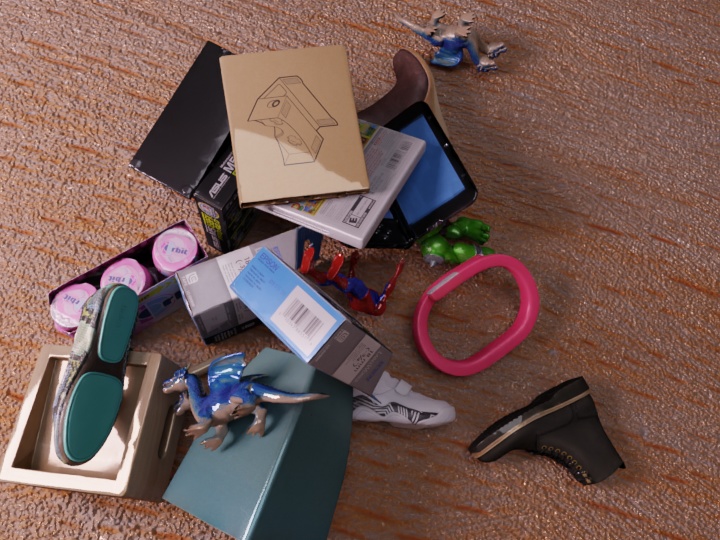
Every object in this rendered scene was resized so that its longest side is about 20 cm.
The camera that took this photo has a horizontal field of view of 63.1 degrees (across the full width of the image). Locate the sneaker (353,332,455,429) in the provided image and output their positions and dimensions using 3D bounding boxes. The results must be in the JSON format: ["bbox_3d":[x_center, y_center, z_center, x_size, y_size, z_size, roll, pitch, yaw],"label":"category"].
[{"bbox_3d":[0.033,0.149,0.796,0.198,0.075,0.116,6,71,-2],"label":"sneaker"}]

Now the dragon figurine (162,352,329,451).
[{"bbox_3d":[-0.136,0.130,0.641,0.199,0.059,0.100,-24,44,14],"label":"dragon figurine"}]

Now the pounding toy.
[{"bbox_3d":[-0.289,0.173,0.727,0.182,0.142,0.202,3,65,9],"label":"pounding toy"}]

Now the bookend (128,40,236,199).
[{"bbox_3d":[-0.210,-0.178,0.843,0.092,0.199,0.201,28,79,3],"label":"bookend"}]

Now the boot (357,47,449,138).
[{"bbox_3d":[0.044,-0.269,0.961,0.165,0.072,0.201,-15,75,-16],"label":"boot"}]

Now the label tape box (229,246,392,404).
[{"bbox_3d":[-0.040,0.068,0.681,0.144,0.200,0.063,39,87,33],"label":"label tape box"}]

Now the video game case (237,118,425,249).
[{"bbox_3d":[-0.033,-0.133,0.777,0.181,0.023,0.201,22,56,15],"label":"video game case"}]

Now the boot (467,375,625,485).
[{"bbox_3d":[0.260,0.248,0.795,0.199,0.078,0.139,-24,79,-15],"label":"boot"}]

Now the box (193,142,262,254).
[{"bbox_3d":[-0.155,-0.136,0.836,0.044,0.160,0.201,29,69,3],"label":"box"}]

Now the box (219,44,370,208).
[{"bbox_3d":[-0.084,-0.183,0.736,0.162,0.021,0.202,-8,78,-9],"label":"box"}]

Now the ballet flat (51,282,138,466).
[{"bbox_3d":[-0.298,0.112,0.650,0.074,0.074,0.202,11,64,-4],"label":"ballet flat"}]

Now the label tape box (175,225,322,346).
[{"bbox_3d":[-0.129,0.018,0.779,0.199,0.144,0.064,-22,73,-15],"label":"label tape box"}]

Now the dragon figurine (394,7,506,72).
[{"bbox_3d":[0.153,-0.397,1.024,0.198,0.100,0.059,11,69,18],"label":"dragon figurine"}]

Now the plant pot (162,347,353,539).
[{"bbox_3d":[-0.097,0.205,0.689,0.140,0.141,0.201,8,65,36],"label":"plant pot"}]

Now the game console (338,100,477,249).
[{"bbox_3d":[0.033,-0.142,0.814,0.171,0.119,0.201,-1,53,-34],"label":"game console"}]

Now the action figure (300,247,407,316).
[{"bbox_3d":[0.000,0.000,0.790,0.065,0.200,0.100,15,74,27],"label":"action figure"}]

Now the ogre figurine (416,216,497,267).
[{"bbox_3d":[0.118,-0.081,0.891,0.119,0.098,0.202,-22,96,-31],"label":"ogre figurine"}]

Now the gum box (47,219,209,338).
[{"bbox_3d":[-0.298,0.027,0.777,0.199,0.114,0.066,-32,76,-18],"label":"gum box"}]

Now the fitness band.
[{"bbox_3d":[0.167,0.063,0.845,0.199,0.037,0.144,-32,101,-13],"label":"fitness band"}]
